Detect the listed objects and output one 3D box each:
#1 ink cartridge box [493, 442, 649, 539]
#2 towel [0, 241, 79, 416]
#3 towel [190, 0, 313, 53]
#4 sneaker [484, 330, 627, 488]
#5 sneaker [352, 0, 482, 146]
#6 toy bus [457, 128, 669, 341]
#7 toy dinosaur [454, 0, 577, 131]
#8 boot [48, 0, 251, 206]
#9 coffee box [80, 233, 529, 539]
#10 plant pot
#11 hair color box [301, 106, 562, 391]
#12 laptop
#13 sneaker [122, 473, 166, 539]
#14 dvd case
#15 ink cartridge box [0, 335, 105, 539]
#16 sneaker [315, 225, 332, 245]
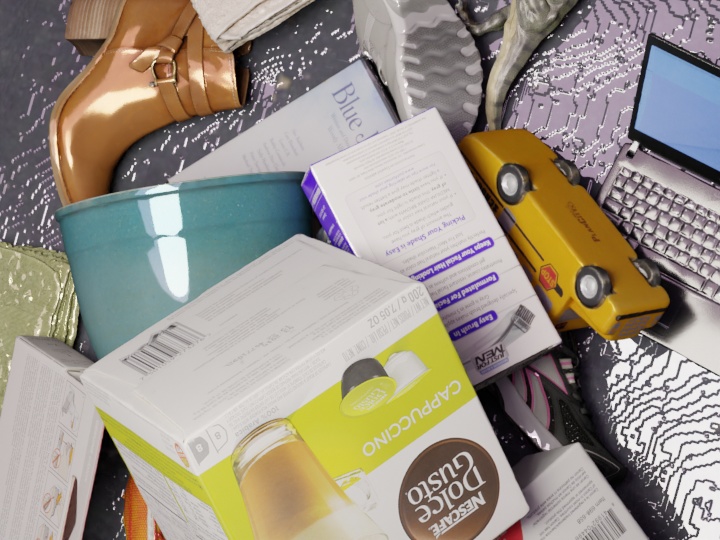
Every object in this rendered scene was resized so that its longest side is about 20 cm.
[{"bbox_3d":[0.149,0.248,1.547,0.144,0.084,0.200,-38,95,-26],"label":"ink cartridge box"},{"bbox_3d":[-0.330,0.040,1.811,0.200,0.036,0.149,13,89,17],"label":"towel"},{"bbox_3d":[-0.099,-0.281,1.747,0.132,0.034,0.200,-33,61,4],"label":"towel"},{"bbox_3d":[0.138,0.079,1.638,0.086,0.080,0.200,-42,79,-1],"label":"sneaker"},{"bbox_3d":[0.040,-0.179,1.705,0.075,0.082,0.200,-4,70,-27],"label":"sneaker"},{"bbox_3d":[0.144,-0.023,1.620,0.200,0.065,0.078,55,132,28],"label":"toy bus"},{"bbox_3d":[0.123,-0.207,1.691,0.088,0.047,0.200,33,98,12],"label":"toy dinosaur"},{"bbox_3d":[-0.168,-0.134,1.768,0.155,0.077,0.200,4,78,14],"label":"boot"},{"bbox_3d":[-0.040,0.121,1.494,0.200,0.200,0.198,-33,113,-18],"label":"coffee box"},{"bbox_3d":[-0.121,0.033,1.650,0.200,0.200,0.188,-10,87,16],"label":"plant pot"},{"bbox_3d":[0.051,-0.006,1.587,0.109,0.065,0.200,-26,81,-12],"label":"hair color box"},{"bbox_3d":[0.252,-0.041,1.598,0.177,0.103,0.200,29,93,19],"label":"laptop"},{"bbox_3d":[-0.164,0.161,1.727,0.077,0.073,0.200,-18,62,51],"label":"sneaker"},{"bbox_3d":[-0.045,-0.062,1.740,0.200,0.018,0.143,-31,75,12],"label":"dvd case"},{"bbox_3d":[-0.239,0.172,1.698,0.176,0.045,0.200,27,107,53],"label":"ink cartridge box"},{"bbox_3d":[0.000,0.000,1.667,0.081,0.074,0.200,15,83,-1],"label":"sneaker"}]
